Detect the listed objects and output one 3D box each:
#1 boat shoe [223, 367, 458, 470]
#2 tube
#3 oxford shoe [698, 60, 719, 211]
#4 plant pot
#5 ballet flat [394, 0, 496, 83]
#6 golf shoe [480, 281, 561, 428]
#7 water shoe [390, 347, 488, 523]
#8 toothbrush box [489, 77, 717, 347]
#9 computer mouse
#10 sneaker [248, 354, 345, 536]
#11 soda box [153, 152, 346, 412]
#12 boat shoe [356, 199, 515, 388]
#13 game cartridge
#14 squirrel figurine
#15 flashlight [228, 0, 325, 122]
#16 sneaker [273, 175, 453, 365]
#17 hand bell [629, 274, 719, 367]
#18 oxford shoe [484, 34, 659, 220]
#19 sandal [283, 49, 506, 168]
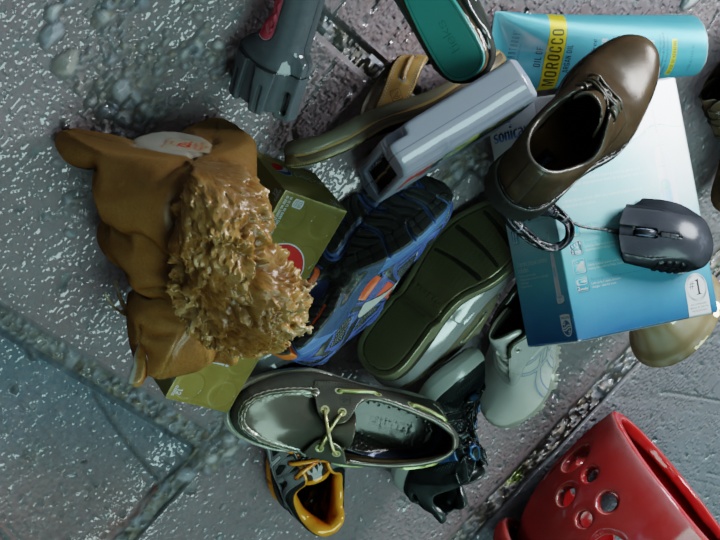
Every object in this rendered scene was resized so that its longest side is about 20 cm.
[{"bbox_3d":[-0.014,0.125,1.679,0.200,0.060,0.073,8,99,-24],"label":"boat shoe"},{"bbox_3d":[0.192,-0.183,1.682,0.198,0.050,0.078,-6,117,-23],"label":"tube"},{"bbox_3d":[0.331,-0.137,1.796,0.084,0.073,0.202,-1,121,-14],"label":"oxford shoe"},{"bbox_3d":[0.239,0.265,1.942,0.182,0.201,0.200,-40,135,11],"label":"plant pot"},{"bbox_3d":[0.042,-0.233,1.517,0.067,0.068,0.201,-20,105,23],"label":"ballet flat"},{"bbox_3d":[0.135,0.060,1.780,0.097,0.078,0.201,-12,135,-42],"label":"golf shoe"},{"bbox_3d":[0.087,0.146,1.797,0.071,0.079,0.201,-34,157,-32],"label":"water shoe"},{"bbox_3d":[0.200,-0.049,1.685,0.145,0.085,0.202,-11,91,-27],"label":"toothbrush box"},{"bbox_3d":[0.201,-0.035,1.619,0.198,0.034,0.059,8,82,-24],"label":"computer mouse"},{"bbox_3d":[-0.051,0.144,1.739,0.078,0.077,0.201,-26,129,-11],"label":"sneaker"},{"bbox_3d":[-0.096,0.012,1.621,0.067,0.064,0.201,17,112,-39],"label":"soda box"},{"bbox_3d":[0.080,0.018,1.743,0.200,0.075,0.068,-44,154,0],"label":"boat shoe"},{"bbox_3d":[0.069,-0.109,1.570,0.133,0.200,0.041,-36,90,-7],"label":"game cartridge"},{"bbox_3d":[-0.127,0.002,1.498,0.141,0.199,0.189,-10,115,-35],"label":"squirrel figurine"},{"bbox_3d":[-0.052,-0.214,1.487,0.067,0.068,0.201,14,122,-10],"label":"flashlight"},{"bbox_3d":[0.000,0.000,1.678,0.200,0.075,0.078,-43,151,-1],"label":"sneaker"},{"bbox_3d":[0.225,-0.009,1.818,0.104,0.104,0.200,-47,121,7],"label":"hand bell"},{"bbox_3d":[0.182,-0.121,1.577,0.200,0.073,0.084,-50,180,-31],"label":"oxford shoe"},{"bbox_3d":[0.025,-0.137,1.594,0.198,0.080,0.054,-24,90,-12],"label":"sandal"}]
